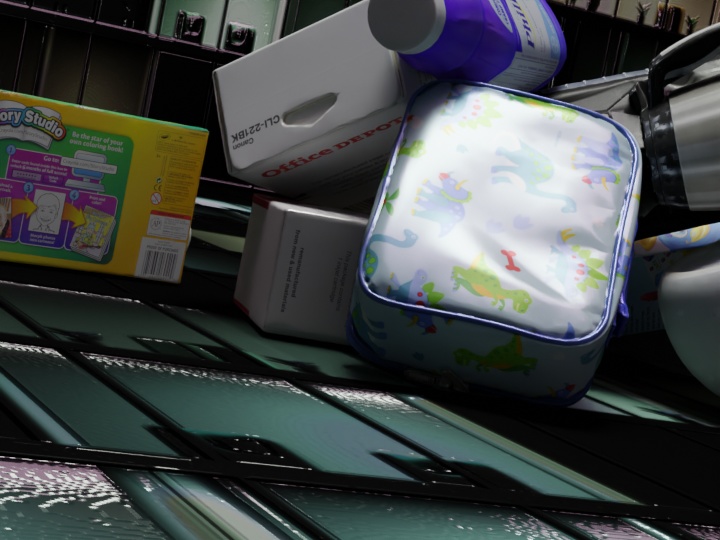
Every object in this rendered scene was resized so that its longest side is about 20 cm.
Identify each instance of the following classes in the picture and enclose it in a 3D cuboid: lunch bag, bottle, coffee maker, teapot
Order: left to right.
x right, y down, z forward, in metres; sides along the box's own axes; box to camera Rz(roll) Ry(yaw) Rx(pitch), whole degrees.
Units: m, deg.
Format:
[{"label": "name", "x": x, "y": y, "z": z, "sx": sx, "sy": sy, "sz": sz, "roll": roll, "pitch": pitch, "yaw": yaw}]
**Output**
[{"label": "bottle", "x": 0.069, "y": -0.158, "z": 1.089, "sx": 0.065, "sy": 0.084, "sz": 0.200, "roll": -34, "pitch": -13, "yaw": 24}, {"label": "lunch bag", "x": 0.086, "y": -0.017, "z": 1.010, "sx": 0.161, "sy": 0.200, "sz": 0.083, "roll": 13, "pitch": -40, "yaw": 5}, {"label": "coffee maker", "x": 0.222, "y": -0.080, "z": 1.171, "sx": 0.200, "sy": 0.135, "sz": 0.192, "roll": -11, "pitch": -11, "yaw": 13}, {"label": "teapot", "x": 0.302, "y": 0.041, "z": 1.117, "sx": 0.200, "sy": 0.146, "sz": 0.197, "roll": -25, "pitch": 6, "yaw": -38}]

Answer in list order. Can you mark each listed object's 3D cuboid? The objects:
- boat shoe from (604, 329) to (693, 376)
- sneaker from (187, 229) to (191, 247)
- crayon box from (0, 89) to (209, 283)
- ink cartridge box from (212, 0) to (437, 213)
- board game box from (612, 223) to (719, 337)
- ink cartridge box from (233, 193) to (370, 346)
[{"label": "boat shoe", "x": 0.199, "y": 0.036, "z": 1.367, "sx": 0.202, "sy": 0.075, "sz": 0.065, "roll": 16, "pitch": -2, "yaw": 6}, {"label": "sneaker", "x": -0.242, "y": -0.055, "z": 1.322, "sx": 0.118, "sy": 0.074, "sz": 0.200, "roll": 24, "pitch": 2, "yaw": 42}, {"label": "crayon box", "x": -0.216, "y": -0.063, "z": 1.213, "sx": 0.200, "sy": 0.119, "sz": 0.058, "roll": 9, "pitch": 5, "yaw": -37}, {"label": "ink cartridge box", "x": 0.012, "y": -0.106, "z": 1.183, "sx": 0.144, "sy": 0.084, "sz": 0.200, "roll": -21, "pitch": -19, "yaw": 26}, {"label": "board game box", "x": 0.217, "y": -0.023, "z": 1.277, "sx": 0.200, "sy": 0.103, "sz": 0.105, "roll": -9, "pitch": -37, "yaw": 3}, {"label": "ink cartridge box", "x": 0.026, "y": 0.009, "z": 1.137, "sx": 0.200, "sy": 0.084, "sz": 0.145, "roll": 10, "pitch": 4, "yaw": -13}]
